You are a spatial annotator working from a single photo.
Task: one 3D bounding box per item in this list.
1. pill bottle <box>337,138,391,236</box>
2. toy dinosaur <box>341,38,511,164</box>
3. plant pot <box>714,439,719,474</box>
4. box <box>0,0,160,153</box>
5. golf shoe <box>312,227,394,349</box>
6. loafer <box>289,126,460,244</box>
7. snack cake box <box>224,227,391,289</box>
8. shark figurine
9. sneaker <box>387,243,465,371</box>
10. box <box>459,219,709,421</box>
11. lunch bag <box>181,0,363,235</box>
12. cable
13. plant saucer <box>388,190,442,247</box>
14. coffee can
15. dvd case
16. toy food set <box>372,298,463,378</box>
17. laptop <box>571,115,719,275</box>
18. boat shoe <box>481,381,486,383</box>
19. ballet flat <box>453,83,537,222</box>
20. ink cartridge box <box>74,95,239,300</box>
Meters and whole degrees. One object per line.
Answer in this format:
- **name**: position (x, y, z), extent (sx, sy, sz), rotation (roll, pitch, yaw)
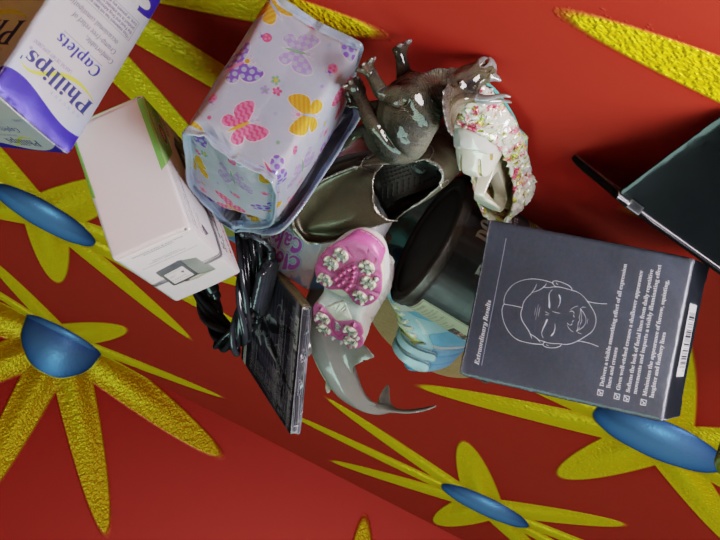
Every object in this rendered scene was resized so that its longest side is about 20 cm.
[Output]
- **pill bottle**: position (-0.056, -0.104, 1.536), extent (0.198, 0.113, 0.112), rotation (23, 163, 13)
- **toy dinosaur**: position (0.033, -0.136, 1.289), extent (0.200, 0.077, 0.103), rotation (-38, 85, 43)
- **plant pot**: position (0.421, 0.120, 1.349), extent (0.198, 0.195, 0.201), rotation (24, 163, 8)
- **box**: position (-0.321, -0.228, 1.410), extent (0.183, 0.202, 0.105), rotation (8, 155, 45)
- **golf shoe**: position (0.000, 0.000, 1.477), extent (0.075, 0.092, 0.201), rotation (32, 151, 7)
- **loafer**: position (0.009, -0.080, 1.427), extent (0.198, 0.070, 0.076), rotation (-27, 105, 21)
- **snack cake box**: position (-0.077, -0.049, 1.653), extent (0.199, 0.068, 0.114), rotation (31, -161, 38)
- **shark figurine**: position (-0.003, 0.111, 1.662), extent (0.089, 0.128, 0.216), rotation (-12, 118, 42)
- **sneaker**: position (0.054, 0.053, 1.640), extent (0.198, 0.080, 0.131), rotation (23, 125, -26)
- **box**: position (0.211, 0.046, 1.360), extent (0.198, 0.151, 0.107), rotation (12, -179, 21)
- **lunch bag**: position (-0.081, -0.136, 1.383), extent (0.126, 0.171, 0.200), rotation (30, 162, 3)
- **cable**: position (-0.159, 0.002, 1.629), extent (0.163, 0.050, 0.202), rotation (44, 136, 32)
- **plant saucer**: position (0.078, -0.042, 1.651), extent (0.198, 0.036, 0.200), rotation (24, 163, 8)
- **coffee can**: position (0.152, 0.015, 1.520), extent (0.199, 0.148, 0.146), rotation (30, 163, -13)
- **dvd case**: position (-0.096, 0.072, 1.622), extent (0.016, 0.151, 0.200), rotation (-2, -158, -21)
- **toy food set**: position (0.088, 0.060, 1.783), extent (0.198, 0.049, 0.199), rotation (7, 139, 39)
- **laptop**: position (0.316, -0.068, 1.272), extent (0.186, 0.116, 0.200), rotation (33, -170, -20)
- **boat shoe**: position (0.135, 0.080, 1.877), extent (0.071, 0.060, 0.200), rotation (14, 159, 37)
- **ballet flat**: position (0.123, -0.104, 1.358), extent (0.075, 0.064, 0.200), rotation (18, 161, 29)
- **ink cartridge box**: position (-0.203, -0.067, 1.454), extent (0.200, 0.083, 0.147), rotation (53, -165, -75)
